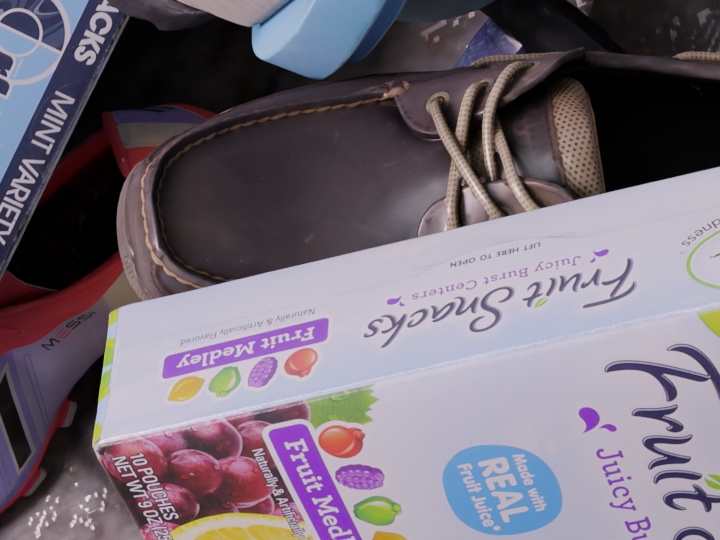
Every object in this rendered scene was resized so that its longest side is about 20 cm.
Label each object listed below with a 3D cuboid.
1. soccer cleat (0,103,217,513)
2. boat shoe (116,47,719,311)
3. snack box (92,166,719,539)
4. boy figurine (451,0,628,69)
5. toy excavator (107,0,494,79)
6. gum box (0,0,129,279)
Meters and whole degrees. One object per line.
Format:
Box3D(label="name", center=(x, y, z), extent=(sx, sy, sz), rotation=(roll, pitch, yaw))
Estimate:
Box3D(label="soccer cleat", center=(-0.111, 0.018, 0.856), extent=(0.200, 0.076, 0.067), rotation=(-42, 60, 23))
Box3D(label="boat shoe", center=(0.038, -0.028, 0.684), extent=(0.073, 0.200, 0.075), rotation=(129, 130, -63))
Box3D(label="snack box", center=(0.054, 0.053, 0.654), extent=(0.200, 0.142, 0.053), rotation=(-13, 40, 15))
Box3D(label="boy figurine", center=(0.000, 0.000, 0.794), extent=(0.200, 0.064, 0.124), rotation=(-51, 34, 12))
Box3D(label="toy excavator", center=(0.049, -0.128, 0.720), extent=(0.100, 0.200, 0.195), rotation=(-22, 49, 68))
Box3D(label="gum box", center=(-0.115, -0.074, 0.837), extent=(0.170, 0.044, 0.200), rotation=(-63, 16, 5))
